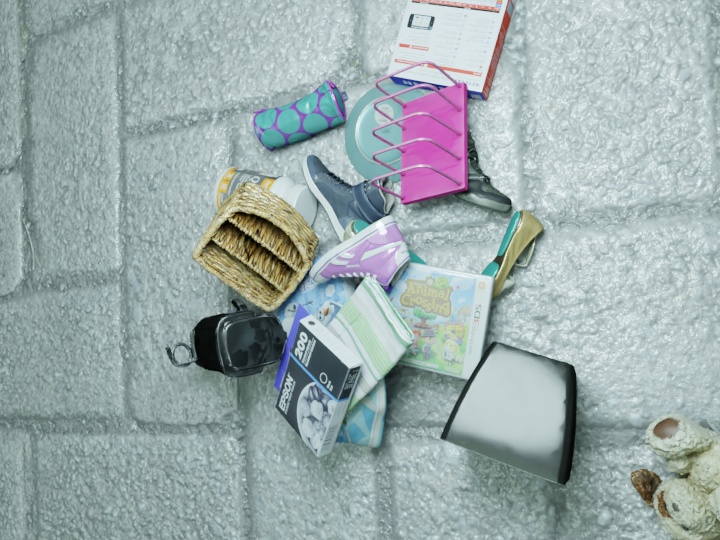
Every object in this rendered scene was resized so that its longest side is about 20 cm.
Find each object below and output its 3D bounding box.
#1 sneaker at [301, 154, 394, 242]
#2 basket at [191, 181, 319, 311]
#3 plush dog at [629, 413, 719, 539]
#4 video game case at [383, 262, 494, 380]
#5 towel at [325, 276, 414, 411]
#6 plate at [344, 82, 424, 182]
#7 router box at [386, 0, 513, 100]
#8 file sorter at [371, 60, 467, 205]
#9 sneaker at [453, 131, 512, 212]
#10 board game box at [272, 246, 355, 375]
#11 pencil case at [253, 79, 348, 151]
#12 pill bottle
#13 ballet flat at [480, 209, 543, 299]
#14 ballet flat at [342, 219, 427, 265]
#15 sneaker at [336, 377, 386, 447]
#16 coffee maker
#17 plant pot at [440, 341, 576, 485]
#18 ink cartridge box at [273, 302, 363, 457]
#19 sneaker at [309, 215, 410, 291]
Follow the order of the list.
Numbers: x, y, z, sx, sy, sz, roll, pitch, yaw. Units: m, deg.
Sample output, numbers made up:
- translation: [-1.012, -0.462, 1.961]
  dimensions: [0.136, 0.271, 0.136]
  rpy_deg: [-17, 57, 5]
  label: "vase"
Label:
- translation: [-0.019, -0.171, 1.256]
  dimensions: [0.145, 0.077, 0.204]
  rpy_deg: [-35, 83, 30]
  label: "sneaker"
- translation: [-0.188, -0.046, 1.210]
  dimensions: [0.199, 0.150, 0.142]
  rpy_deg: [39, 136, -21]
  label: "basket"
- translation: [0.522, 0.342, 0.981]
  dimensions: [0.174, 0.158, 0.201]
  rpy_deg: [-63, 39, 24]
  label: "plush dog"
- translation: [0.129, 0.086, 1.140]
  dimensions: [0.196, 0.022, 0.186]
  rpy_deg: [10, 93, 22]
  label: "video game case"
- translation: [-0.005, 0.131, 1.119]
  dimensions: [0.201, 0.030, 0.150]
  rpy_deg: [-51, 58, 26]
  label: "towel"
- translation: [0.053, -0.276, 1.266]
  dimensions: [0.196, 0.025, 0.205]
  rpy_deg: [-1, 87, 24]
  label: "plate"
- translation: [0.167, -0.433, 1.207]
  dimensions: [0.197, 0.049, 0.183]
  rpy_deg: [18, 92, 24]
  label: "router box"
- translation: [0.099, -0.242, 1.127]
  dimensions: [0.137, 0.124, 0.204]
  rpy_deg: [-10, 72, 39]
  label: "file sorter"
- translation: [0.202, -0.186, 1.166]
  dimensions: [0.198, 0.076, 0.116]
  rpy_deg: [35, 107, 27]
  label: "sneaker"
- translation: [-0.089, 0.089, 1.254]
  dimensions: [0.198, 0.043, 0.202]
  rpy_deg: [-31, 59, 31]
  label: "board game box"
- translation: [-0.124, -0.318, 1.315]
  dimensions: [0.197, 0.085, 0.094]
  rpy_deg: [-17, 96, 22]
  label: "pencil case"
- translation: [-0.197, -0.143, 1.321]
  dimensions: [0.197, 0.116, 0.119]
  rpy_deg: [13, 92, 24]
  label: "pill bottle"
- translation: [0.262, -0.008, 1.140]
  dimensions: [0.062, 0.069, 0.202]
  rpy_deg: [26, 102, -7]
  label: "ballet flat"
- translation: [0.053, -0.024, 1.224]
  dimensions: [0.199, 0.068, 0.063]
  rpy_deg: [37, 133, 0]
  label: "ballet flat"
- translation: [-0.019, 0.250, 1.181]
  dimensions: [0.128, 0.080, 0.203]
  rpy_deg: [0, 119, -6]
  label: "sneaker"
- translation: [-0.261, 0.152, 1.254]
  dimensions: [0.191, 0.199, 0.136]
  rpy_deg: [-35, 100, -24]
  label: "coffee maker"
- translation: [0.267, 0.228, 1.062]
  dimensions: [0.197, 0.199, 0.181]
  rpy_deg: [14, 81, 24]
  label: "plant pot"
- translation: [-0.096, 0.195, 1.162]
  dimensions: [0.199, 0.043, 0.201]
  rpy_deg: [38, 120, 38]
  label: "ink cartridge box"
- translation: [0.000, 0.000, 1.151]
  dimensions: [0.199, 0.072, 0.116]
  rpy_deg: [-31, 83, 28]
  label: "sneaker"
